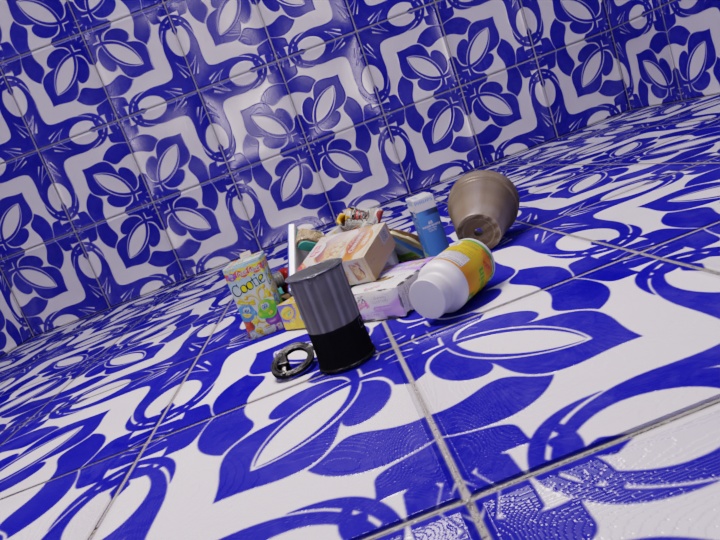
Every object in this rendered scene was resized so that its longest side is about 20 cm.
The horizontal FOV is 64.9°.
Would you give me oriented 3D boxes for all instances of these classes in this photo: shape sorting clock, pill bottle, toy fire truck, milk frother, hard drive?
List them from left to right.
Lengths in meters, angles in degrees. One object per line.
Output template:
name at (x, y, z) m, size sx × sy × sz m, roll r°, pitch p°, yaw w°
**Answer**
toy fire truck at (-0.263, 0.028, 1.664) m, size 0.175 × 0.202 × 0.128 m, roll -26°, pitch 13°, yaw -25°
hard drive at (-0.175, -0.011, 1.591) m, size 0.025 × 0.202 × 0.132 m, roll -8°, pitch -25°, yaw 9°
milk frother at (-0.101, 0.097, 1.088) m, size 0.198 × 0.190 × 0.180 m, roll -23°, pitch 11°, yaw -13°
shape sorting clock at (0.107, -0.073, 1.603) m, size 0.199 × 0.199 × 0.040 m, roll -1°, pitch 62°, yaw 59°
pill bottle at (0.184, 0.018, 1.150) m, size 0.110 × 0.112 × 0.200 m, roll -10°, pitch 16°, yaw 42°

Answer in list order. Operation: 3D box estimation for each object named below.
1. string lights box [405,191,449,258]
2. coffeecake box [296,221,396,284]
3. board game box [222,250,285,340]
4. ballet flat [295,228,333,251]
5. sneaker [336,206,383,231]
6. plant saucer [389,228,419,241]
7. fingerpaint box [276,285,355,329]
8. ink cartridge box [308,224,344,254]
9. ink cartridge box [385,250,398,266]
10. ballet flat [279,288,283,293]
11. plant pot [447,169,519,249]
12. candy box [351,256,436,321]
string lights box at (0.181, -0.097, 1.464) m, size 0.058 × 0.202 × 0.103 m, roll -20°, pitch 12°, yaw -1°
coffeecake box at (-0.033, -0.032, 1.391) m, size 0.198 × 0.073 × 0.154 m, roll -11°, pitch 30°, yaw 32°
board game box at (-0.276, 0.065, 1.517) m, size 0.102 × 0.202 × 0.105 m, roll -20°, pitch 12°, yaw 2°
ballet flat at (-0.092, -0.079, 1.593) m, size 0.199 × 0.066 × 0.070 m, roll 16°, pitch -42°, yaw -33°
sneaker at (-0.005, -0.147, 1.669) m, size 0.199 × 0.082 × 0.078 m, roll -13°, pitch 50°, yaw 56°
plant saucer at (0.108, -0.079, 1.724) m, size 0.198 × 0.036 × 0.200 m, roll 12°, pitch -12°, yaw 3°
fingerpaint box at (-0.084, 0.079, 1.438) m, size 0.199 × 0.074 × 0.166 m, roll -12°, pitch 13°, yaw 42°
ink cartridge box at (-0.107, -0.066, 1.729) m, size 0.117 × 0.068 × 0.200 m, roll -31°, pitch 9°, yaw 30°
ink cartridge box at (-0.008, -0.019, 1.563) m, size 0.198 × 0.084 × 0.147 m, roll -17°, pitch -30°, yaw 19°
ballet flat at (-0.177, 0.041, 1.828) m, size 0.198 × 0.075 × 0.074 m, roll -22°, pitch 11°, yaw 6°
plant pot at (0.326, -0.145, 1.537) m, size 0.198 × 0.201 × 0.174 m, roll -14°, pitch 29°, yaw 27°
candy box at (0.075, 0.045, 1.322) m, size 0.167 × 0.072 × 0.200 m, roll -11°, pitch 14°, yaw 38°
